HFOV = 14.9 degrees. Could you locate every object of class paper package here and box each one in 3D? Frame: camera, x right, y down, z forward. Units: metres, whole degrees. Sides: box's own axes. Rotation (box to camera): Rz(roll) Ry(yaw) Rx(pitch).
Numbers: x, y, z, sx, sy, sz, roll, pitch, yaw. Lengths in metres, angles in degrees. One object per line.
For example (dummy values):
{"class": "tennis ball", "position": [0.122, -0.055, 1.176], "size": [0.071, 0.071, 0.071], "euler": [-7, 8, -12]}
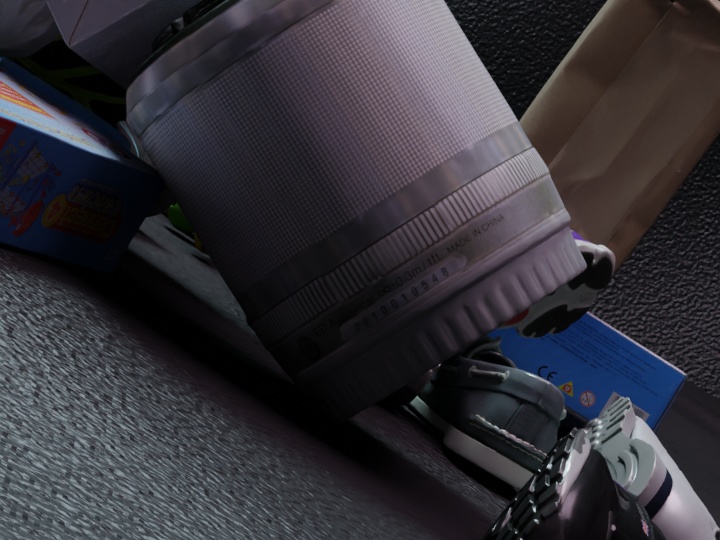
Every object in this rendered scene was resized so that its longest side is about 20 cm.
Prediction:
{"class": "paper package", "position": [0.151, -0.076, 1.713], "size": [0.103, 0.191, 0.200], "euler": [37, -5, 2]}

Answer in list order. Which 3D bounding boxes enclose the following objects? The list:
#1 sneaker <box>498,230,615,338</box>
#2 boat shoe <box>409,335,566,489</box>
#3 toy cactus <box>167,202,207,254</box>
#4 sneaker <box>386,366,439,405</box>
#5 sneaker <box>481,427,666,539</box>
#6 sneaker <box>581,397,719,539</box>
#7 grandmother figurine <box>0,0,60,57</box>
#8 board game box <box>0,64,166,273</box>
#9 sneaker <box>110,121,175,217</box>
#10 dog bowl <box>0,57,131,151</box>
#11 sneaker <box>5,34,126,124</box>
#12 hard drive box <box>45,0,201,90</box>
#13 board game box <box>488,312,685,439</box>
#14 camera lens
{"class": "sneaker", "position": [0.052, -0.011, 1.519], "size": [0.200, 0.081, 0.083], "euler": [12, 27, -50]}
{"class": "boat shoe", "position": [0.074, 0.071, 1.536], "size": [0.073, 0.062, 0.200], "euler": [29, 4, -10]}
{"class": "toy cactus", "position": [-0.042, -0.061, 1.708], "size": [0.164, 0.103, 0.200], "euler": [-10, 31, -17]}
{"class": "sneaker", "position": [0.000, 0.000, 1.567], "size": [0.106, 0.075, 0.200], "euler": [38, 31, -14]}
{"class": "sneaker", "position": [0.103, 0.119, 1.171], "size": [0.087, 0.076, 0.200], "euler": [39, 5, 5]}
{"class": "sneaker", "position": [0.145, 0.127, 1.463], "size": [0.080, 0.076, 0.200], "euler": [43, 7, -10]}
{"class": "grandmother figurine", "position": [-0.233, -0.168, 1.420], "size": [0.200, 0.061, 0.121], "euler": [30, 10, 24]}
{"class": "board game box", "position": [-0.213, -0.083, 1.275], "size": [0.195, 0.056, 0.200], "euler": [34, 5, 20]}
{"class": "sneaker", "position": [-0.186, -0.106, 1.593], "size": [0.200, 0.076, 0.079], "euler": [34, 7, 23]}
{"class": "dog bowl", "position": [-0.209, -0.094, 1.464], "size": [0.200, 0.050, 0.111], "euler": [32, 5, 1]}
{"class": "sneaker", "position": [-0.196, -0.161, 1.533], "size": [0.200, 0.075, 0.077], "euler": [39, 33, -13]}
{"class": "hard drive box", "position": [-0.114, -0.170, 1.427], "size": [0.156, 0.077, 0.200], "euler": [64, 9, 16]}
{"class": "board game box", "position": [0.097, 0.046, 1.710], "size": [0.200, 0.056, 0.196], "euler": [33, -6, 6]}
{"class": "camera lens", "position": [-0.005, -0.049, 1.310], "size": [0.200, 0.160, 0.160], "euler": [58, 6, 2]}
